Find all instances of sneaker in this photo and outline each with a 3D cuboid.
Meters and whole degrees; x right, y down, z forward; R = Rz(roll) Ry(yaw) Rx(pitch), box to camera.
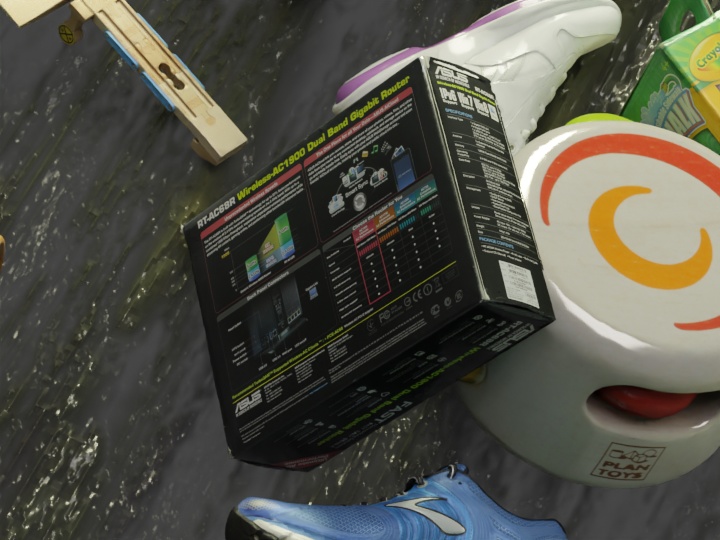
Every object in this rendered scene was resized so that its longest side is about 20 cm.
[{"bbox_3d":[0.080,-0.101,1.625,0.200,0.075,0.100,-26,88,-25],"label":"sneaker"},{"bbox_3d":[0.023,0.150,1.461,0.200,0.079,0.089,13,51,-15],"label":"sneaker"}]

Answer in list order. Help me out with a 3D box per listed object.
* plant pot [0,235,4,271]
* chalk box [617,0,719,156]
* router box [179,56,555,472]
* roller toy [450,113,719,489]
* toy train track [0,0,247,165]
[{"bbox_3d":[-0.295,0.050,1.359,0.183,0.200,0.200,18,58,-3],"label":"plant pot"},{"bbox_3d":[0.234,-0.083,1.609,0.124,0.125,0.200,-27,69,-26],"label":"chalk box"},{"bbox_3d":[0.000,0.000,1.464,0.062,0.200,0.150,15,52,-45],"label":"router box"},{"bbox_3d":[0.139,0.024,1.514,0.182,0.140,0.200,39,49,13],"label":"roller toy"},{"bbox_3d":[-0.144,-0.138,1.607,0.115,0.033,0.200,-36,79,-35],"label":"toy train track"}]
